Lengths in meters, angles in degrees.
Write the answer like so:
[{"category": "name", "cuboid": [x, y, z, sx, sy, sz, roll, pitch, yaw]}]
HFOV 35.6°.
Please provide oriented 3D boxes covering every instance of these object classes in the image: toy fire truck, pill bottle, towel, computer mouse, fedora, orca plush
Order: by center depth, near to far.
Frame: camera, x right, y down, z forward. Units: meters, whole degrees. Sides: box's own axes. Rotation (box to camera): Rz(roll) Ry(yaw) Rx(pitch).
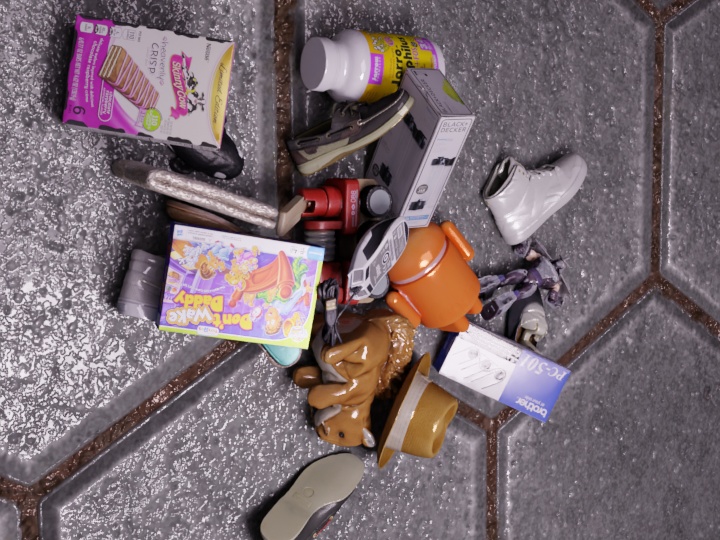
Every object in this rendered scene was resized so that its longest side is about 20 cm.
[{"category": "towel", "cuboid": [-0.212, -0.102, 1.457, 0.198, 0.132, 0.035, 18, 90, -34]}, {"category": "orca plush", "cuboid": [-0.217, -0.195, 1.479, 0.105, 0.071, 0.201, -41, 115, -23]}, {"category": "computer mouse", "cuboid": [0.000, 0.000, 1.524, 0.200, 0.044, 0.110, -52, 150, -31]}, {"category": "toy fire truck", "cuboid": [-0.054, -0.041, 1.569, 0.198, 0.128, 0.179, -1, 97, -32]}, {"category": "pill bottle", "cuboid": [0.017, -0.288, 1.603, 0.198, 0.104, 0.106, -2, 96, -33]}, {"category": "fedora", "cuboid": [0.092, 0.220, 1.661, 0.081, 0.201, 0.202, 23, 79, 11]}]

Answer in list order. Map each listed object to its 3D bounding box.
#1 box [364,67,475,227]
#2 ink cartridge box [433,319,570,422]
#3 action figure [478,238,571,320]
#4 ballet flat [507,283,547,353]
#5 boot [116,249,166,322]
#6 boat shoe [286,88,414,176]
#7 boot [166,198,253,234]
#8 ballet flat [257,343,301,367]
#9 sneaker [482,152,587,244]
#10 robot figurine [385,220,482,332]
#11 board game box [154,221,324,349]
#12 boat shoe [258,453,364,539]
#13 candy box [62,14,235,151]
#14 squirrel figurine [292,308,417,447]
[{"category": "box", "cuboid": [0.081, -0.172, 1.594, 0.060, 0.117, 0.201, -5, 134, -30]}, {"category": "ink cartridge box", "cuboid": [0.225, 0.156, 1.776, 0.198, 0.044, 0.095, 25, 95, -12]}, {"category": "action figure", "cuboid": [0.268, 0.017, 1.806, 0.199, 0.070, 0.131, -23, 64, -28]}, {"category": "ballet flat", "cuboid": [0.274, 0.115, 1.839, 0.072, 0.073, 0.202, 18, 85, -33]}, {"category": "boot", "cuboid": [-0.225, 0.032, 1.499, 0.199, 0.073, 0.097, 18, 83, -38]}, {"category": "boat shoe", "cuboid": [-0.019, -0.202, 1.555, 0.066, 0.200, 0.072, 52, 27, -18]}, {"category": "boot", "cuboid": [-0.189, -0.033, 1.521, 0.199, 0.073, 0.076, 31, 88, -34]}, {"category": "ballet flat", "cuboid": [-0.151, 0.045, 1.510, 0.068, 0.067, 0.201, -32, 105, -6]}, {"category": "sneaker", "cuboid": [0.282, -0.150, 1.812, 0.200, 0.073, 0.116, -45, 120, -19]}, {"category": "robot figurine", "cuboid": [0.104, 0.004, 1.688, 0.143, 0.117, 0.200, -33, 118, 11]}, {"category": "board game box", "cuboid": [-0.155, 0.020, 1.445, 0.198, 0.045, 0.136, 8, 95, -17]}, {"category": "boat shoe", "cuboid": [-0.072, 0.344, 1.644, 0.201, 0.073, 0.064, -39, 151, -34]}, {"category": "candy box", "cuboid": [-0.264, -0.233, 1.405, 0.197, 0.061, 0.138, 8, 91, -9]}, {"category": "squirrel figurine", "cuboid": [0.003, 0.159, 1.629, 0.198, 0.141, 0.189, -17, 111, -28]}]
